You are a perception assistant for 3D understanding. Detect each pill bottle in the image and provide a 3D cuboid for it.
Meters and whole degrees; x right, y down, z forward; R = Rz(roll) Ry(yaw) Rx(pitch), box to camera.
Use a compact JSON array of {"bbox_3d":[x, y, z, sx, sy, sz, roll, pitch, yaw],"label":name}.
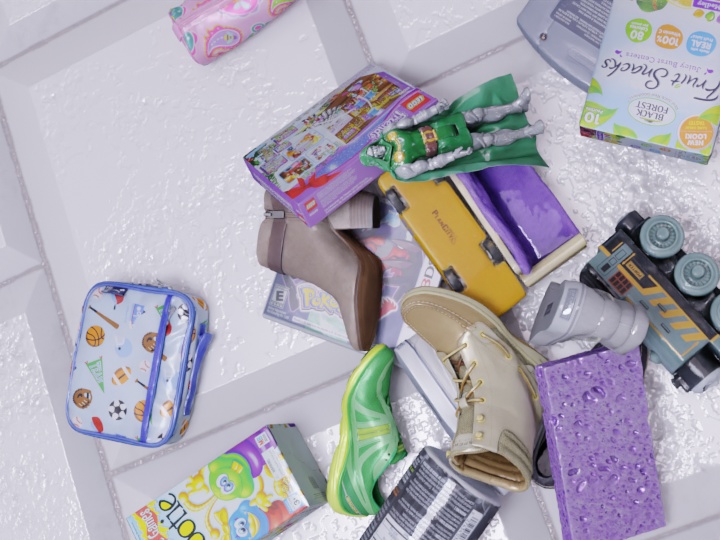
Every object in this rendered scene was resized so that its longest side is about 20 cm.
[{"bbox_3d":[0.056,0.300,1.061,0.106,0.106,0.201,36,93,16],"label":"pill bottle"}]

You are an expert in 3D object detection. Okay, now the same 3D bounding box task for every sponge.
[{"bbox_3d":[0.250,0.184,1.015,0.110,0.030,0.203,-12,95,-14],"label":"sponge"}]

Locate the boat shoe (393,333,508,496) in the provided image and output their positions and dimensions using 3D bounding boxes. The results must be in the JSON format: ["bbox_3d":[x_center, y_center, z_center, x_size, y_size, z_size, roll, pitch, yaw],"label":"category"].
[{"bbox_3d":[0.117,0.151,1.080,0.065,0.074,0.201,-34,86,-7],"label":"boat shoe"}]

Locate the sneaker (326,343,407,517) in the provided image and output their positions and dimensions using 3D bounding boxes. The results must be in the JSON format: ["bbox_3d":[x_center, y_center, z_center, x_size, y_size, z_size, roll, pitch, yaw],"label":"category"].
[{"bbox_3d":[0.018,0.181,1.107,0.083,0.074,0.203,11,97,14],"label":"sneaker"}]

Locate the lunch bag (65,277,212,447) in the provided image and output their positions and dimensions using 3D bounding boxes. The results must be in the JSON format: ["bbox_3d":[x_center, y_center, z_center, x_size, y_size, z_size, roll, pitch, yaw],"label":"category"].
[{"bbox_3d":[-0.267,0.109,1.191,0.158,0.076,0.203,9,87,14],"label":"lunch bag"}]

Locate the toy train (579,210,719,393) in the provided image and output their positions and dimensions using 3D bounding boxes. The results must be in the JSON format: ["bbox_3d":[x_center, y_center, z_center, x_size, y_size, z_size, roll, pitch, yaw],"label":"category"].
[{"bbox_3d":[0.323,0.032,1.027,0.114,0.085,0.201,-39,72,-1],"label":"toy train"}]

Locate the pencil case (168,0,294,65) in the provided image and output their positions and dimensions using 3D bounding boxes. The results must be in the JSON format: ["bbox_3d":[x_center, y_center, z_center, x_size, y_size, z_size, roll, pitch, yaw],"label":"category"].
[{"bbox_3d":[-0.139,-0.338,1.206,0.199,0.087,0.088,-31,76,11],"label":"pencil case"}]

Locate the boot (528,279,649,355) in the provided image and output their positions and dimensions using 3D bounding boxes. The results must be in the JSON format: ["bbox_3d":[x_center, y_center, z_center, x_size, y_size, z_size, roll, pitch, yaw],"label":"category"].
[{"bbox_3d":[0.233,0.057,1.003,0.095,0.200,0.074,21,89,4],"label":"boot"}]

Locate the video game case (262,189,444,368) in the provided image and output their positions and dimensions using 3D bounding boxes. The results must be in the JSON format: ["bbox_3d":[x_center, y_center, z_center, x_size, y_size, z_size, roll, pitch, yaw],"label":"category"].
[{"bbox_3d":[0.000,0.000,1.157,0.198,0.023,0.184,18,88,17],"label":"video game case"}]

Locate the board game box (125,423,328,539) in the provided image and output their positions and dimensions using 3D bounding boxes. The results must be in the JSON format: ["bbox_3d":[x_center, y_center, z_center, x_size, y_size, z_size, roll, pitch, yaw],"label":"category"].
[{"bbox_3d":[-0.147,0.272,1.120,0.199,0.105,0.104,-34,75,8],"label":"board game box"}]

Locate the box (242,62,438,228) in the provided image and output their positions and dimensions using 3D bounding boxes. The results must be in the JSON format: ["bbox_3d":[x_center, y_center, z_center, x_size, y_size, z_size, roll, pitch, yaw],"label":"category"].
[{"bbox_3d":[-0.020,-0.147,1.110,0.199,0.039,0.137,-38,43,-11],"label":"box"}]

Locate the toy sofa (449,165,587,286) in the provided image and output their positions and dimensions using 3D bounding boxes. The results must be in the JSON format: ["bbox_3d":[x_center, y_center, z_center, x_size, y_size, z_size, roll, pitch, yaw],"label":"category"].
[{"bbox_3d":[0.163,-0.086,1.085,0.082,0.098,0.201,-35,75,9],"label":"toy sofa"}]

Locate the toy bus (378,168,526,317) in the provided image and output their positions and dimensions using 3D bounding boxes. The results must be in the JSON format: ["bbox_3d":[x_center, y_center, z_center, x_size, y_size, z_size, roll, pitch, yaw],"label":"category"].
[{"bbox_3d":[0.100,-0.035,1.084,0.065,0.078,0.201,-36,87,1],"label":"toy bus"}]

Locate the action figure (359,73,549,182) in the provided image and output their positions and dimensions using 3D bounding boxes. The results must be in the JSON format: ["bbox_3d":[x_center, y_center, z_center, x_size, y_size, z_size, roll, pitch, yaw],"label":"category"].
[{"bbox_3d":[0.093,-0.141,1.037,0.198,0.055,0.119,-17,68,-10],"label":"action figure"}]

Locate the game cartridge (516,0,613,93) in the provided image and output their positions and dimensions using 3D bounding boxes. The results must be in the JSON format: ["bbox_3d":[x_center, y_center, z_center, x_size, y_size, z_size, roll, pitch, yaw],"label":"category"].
[{"bbox_3d":[0.283,-0.267,1.107,0.199,0.041,0.134,38,90,16],"label":"game cartridge"}]

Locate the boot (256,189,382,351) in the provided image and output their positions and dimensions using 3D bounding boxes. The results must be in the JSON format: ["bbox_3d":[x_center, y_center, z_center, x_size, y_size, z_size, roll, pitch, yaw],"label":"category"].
[{"bbox_3d":[-0.051,-0.011,1.132,0.144,0.070,0.203,1,82,21],"label":"boot"}]

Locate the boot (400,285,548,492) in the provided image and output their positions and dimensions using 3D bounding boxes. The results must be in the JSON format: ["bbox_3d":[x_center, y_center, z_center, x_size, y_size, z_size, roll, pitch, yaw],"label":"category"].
[{"bbox_3d":[0.110,0.121,1.011,0.199,0.156,0.073,37,138,-13],"label":"boot"}]

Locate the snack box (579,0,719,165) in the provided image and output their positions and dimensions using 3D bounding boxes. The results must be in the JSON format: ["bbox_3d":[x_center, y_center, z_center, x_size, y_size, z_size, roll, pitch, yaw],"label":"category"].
[{"bbox_3d":[0.328,-0.229,1.044,0.141,0.053,0.202,16,88,18],"label":"snack box"}]

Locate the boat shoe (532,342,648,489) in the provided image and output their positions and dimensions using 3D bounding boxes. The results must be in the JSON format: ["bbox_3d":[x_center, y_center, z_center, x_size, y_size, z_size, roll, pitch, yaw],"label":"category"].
[{"bbox_3d":[0.246,0.147,1.050,0.072,0.063,0.201,34,92,19],"label":"boat shoe"}]
